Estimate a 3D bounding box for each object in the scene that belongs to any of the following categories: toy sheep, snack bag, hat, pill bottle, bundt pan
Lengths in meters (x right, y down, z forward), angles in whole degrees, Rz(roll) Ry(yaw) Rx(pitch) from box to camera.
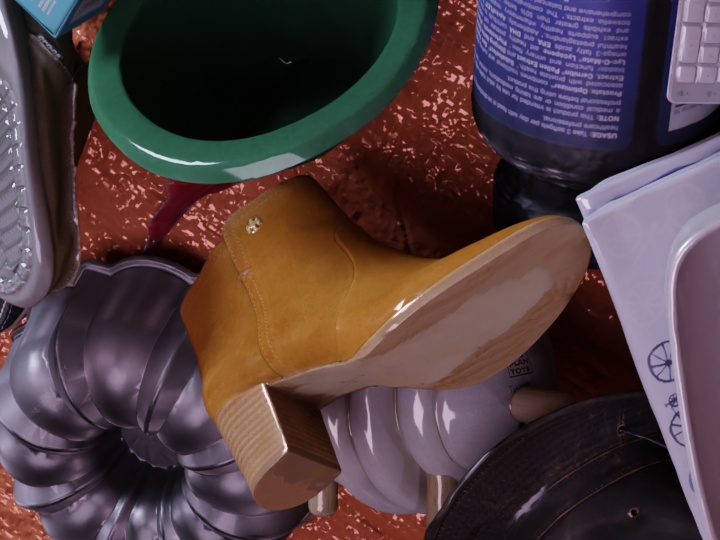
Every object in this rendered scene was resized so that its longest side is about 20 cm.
[{"bbox_3d":[0.031,0.061,1.018,0.200,0.138,0.138,6,123,44],"label":"toy sheep"},{"bbox_3d":[0.212,0.013,0.900,0.200,0.021,0.189,-24,110,-4],"label":"snack bag"},{"bbox_3d":[0.125,0.136,0.976,0.081,0.200,0.201,60,137,33],"label":"hat"},{"bbox_3d":[0.105,-0.106,0.896,0.112,0.112,0.200,14,124,18],"label":"pill bottle"},{"bbox_3d":[-0.115,0.094,1.136,0.202,0.076,0.202,10,125,15],"label":"bundt pan"},{"bbox_3d":[-0.027,-0.064,1.011,0.200,0.166,0.176,42,167,41],"label":"hat"}]

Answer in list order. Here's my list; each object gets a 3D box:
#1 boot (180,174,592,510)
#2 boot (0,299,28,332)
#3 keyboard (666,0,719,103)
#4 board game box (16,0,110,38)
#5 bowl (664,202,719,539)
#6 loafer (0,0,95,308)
[{"bbox_3d":[0.000,0.001,0.940,0.201,0.144,0.071,-39,136,18],"label":"boot"},{"bbox_3d":[-0.218,-0.019,1.083,0.073,0.151,0.200,28,128,9],"label":"boot"},{"bbox_3d":[0.225,-0.094,0.849,0.200,0.011,0.056,0,122,-7],"label":"keyboard"},{"bbox_3d":[-0.165,-0.228,0.932,0.200,0.047,0.151,42,126,4],"label":"board game box"},{"bbox_3d":[0.225,0.041,0.851,0.199,0.075,0.200,-14,107,2],"label":"bowl"},{"bbox_3d":[-0.152,-0.077,0.997,0.075,0.070,0.200,-35,56,47],"label":"loafer"}]
